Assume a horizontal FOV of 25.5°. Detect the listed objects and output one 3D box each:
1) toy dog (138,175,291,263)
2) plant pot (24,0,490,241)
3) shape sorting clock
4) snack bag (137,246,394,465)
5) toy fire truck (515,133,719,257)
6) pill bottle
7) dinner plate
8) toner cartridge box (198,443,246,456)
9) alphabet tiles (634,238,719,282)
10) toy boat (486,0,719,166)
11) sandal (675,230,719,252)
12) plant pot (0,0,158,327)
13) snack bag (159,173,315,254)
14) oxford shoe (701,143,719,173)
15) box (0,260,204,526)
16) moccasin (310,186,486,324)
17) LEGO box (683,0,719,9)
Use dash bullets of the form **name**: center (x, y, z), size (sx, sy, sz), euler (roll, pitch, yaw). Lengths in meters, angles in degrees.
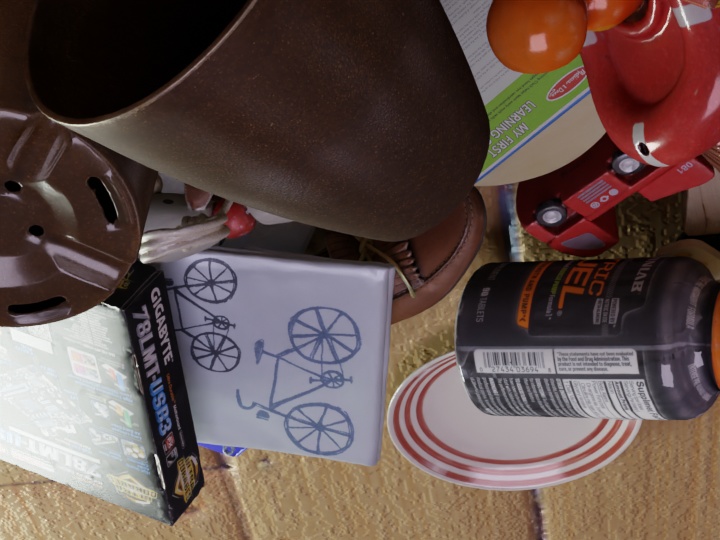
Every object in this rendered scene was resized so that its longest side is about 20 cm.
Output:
- **toy dog**: center (-0.053, -0.075, 0.944), size (0.198, 0.097, 0.132), euler (-17, 179, -5)
- **plant pot**: center (-0.028, -0.102, 0.783), size (0.186, 0.188, 0.200), euler (-28, 136, 28)
- **shape sorting clock**: center (0.065, -0.128, 0.960), size (0.198, 0.039, 0.201), euler (8, 134, 8)
- **snack bag**: center (-0.079, 0.055, 1.067), size (0.198, 0.022, 0.190), euler (6, 132, 5)
- **toy fire truck**: center (0.214, -0.062, 1.028), size (0.140, 0.049, 0.200), euler (29, 132, -31)
- **pill bottle**: center (0.170, 0.045, 1.045), size (0.198, 0.107, 0.106), euler (-2, 143, 33)
- **dinner plate**: center (0.119, 0.109, 1.238), size (0.198, 0.024, 0.201), euler (1, 140, 1)
- **toner cartridge box**: center (-0.155, 0.071, 1.158), size (0.199, 0.043, 0.095), euler (23, 142, -23)
- **alphabet tiles**: center (0.252, 0.038, 1.126), size (0.195, 0.015, 0.199), euler (28, 147, -31)
- **toy boat**: center (0.120, -0.142, 0.819), size (0.201, 0.130, 0.130), euler (62, 159, -12)
- **sandal**: center (0.317, -0.005, 1.091), size (0.198, 0.048, 0.076), euler (-8, 138, 9)
- **plant pot**: center (-0.185, -0.090, 0.874), size (0.198, 0.199, 0.201), euler (-1, 133, -1)
- **snack bag**: center (-0.128, -0.026, 1.091), size (0.198, 0.022, 0.189), euler (13, 136, -14)
- **oxford shoe**: center (0.261, -0.068, 0.948), size (0.199, 0.071, 0.074), euler (33, 103, -31)
- **box**: center (-0.207, 0.060, 1.053), size (0.198, 0.050, 0.200), euler (17, 136, 25)
- **moccasin**: center (0.000, -0.002, 1.077), size (0.200, 0.074, 0.077), euler (-26, 151, 33)
- **LEGO box**: center (0.125, -0.236, 0.706), size (0.148, 0.077, 0.202), euler (21, 106, 13)
